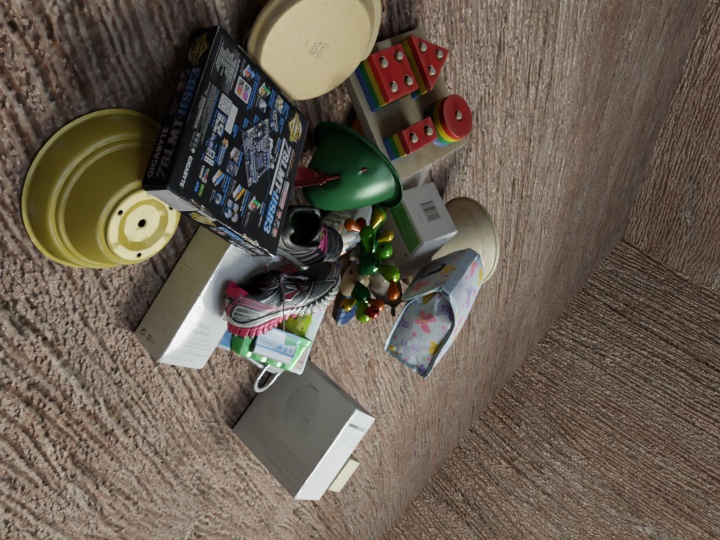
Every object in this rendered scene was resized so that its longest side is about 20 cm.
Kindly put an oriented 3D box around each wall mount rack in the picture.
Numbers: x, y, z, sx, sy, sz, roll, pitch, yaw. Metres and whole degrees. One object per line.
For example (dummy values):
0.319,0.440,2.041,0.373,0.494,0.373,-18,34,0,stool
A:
-0.157,0.111,1.081,0.202,0.074,0.174,-53,155,-6,wall mount rack

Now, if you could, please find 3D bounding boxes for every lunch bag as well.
0.142,0.062,1.127,0.170,0.126,0.203,-46,166,-49,lunch bag

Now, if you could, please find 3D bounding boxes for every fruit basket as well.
-0.129,0.052,0.984,0.182,0.093,0.204,25,92,-33,fruit basket

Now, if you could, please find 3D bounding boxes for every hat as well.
-0.062,-0.103,0.900,0.177,0.197,0.167,-51,158,-19,hat

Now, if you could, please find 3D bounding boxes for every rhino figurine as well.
0.042,0.026,1.129,0.060,0.086,0.201,-52,151,-18,rhino figurine

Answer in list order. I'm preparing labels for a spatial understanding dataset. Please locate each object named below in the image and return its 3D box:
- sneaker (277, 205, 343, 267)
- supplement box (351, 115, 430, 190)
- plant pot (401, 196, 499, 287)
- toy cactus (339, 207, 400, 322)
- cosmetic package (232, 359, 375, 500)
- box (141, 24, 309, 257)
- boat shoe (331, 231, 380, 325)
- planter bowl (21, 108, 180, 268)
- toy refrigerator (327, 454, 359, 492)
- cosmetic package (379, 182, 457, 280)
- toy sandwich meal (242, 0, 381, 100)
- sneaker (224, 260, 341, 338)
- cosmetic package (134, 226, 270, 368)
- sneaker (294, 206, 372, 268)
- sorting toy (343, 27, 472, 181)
-0.079,-0.052,0.929,0.198,0.086,0.076,18,70,-52,sneaker
0.052,-0.206,1.071,0.198,0.073,0.129,2,118,-58,supplement box
0.171,-0.047,1.330,0.180,0.201,0.205,-15,133,-34,plant pot
0.000,0.000,0.987,0.099,0.206,0.165,8,154,-22,toy cactus
-0.113,0.308,1.212,0.202,0.198,0.123,-52,151,-4,cosmetic package
-0.150,-0.146,0.737,0.198,0.048,0.206,36,62,-57,box
-0.021,0.005,1.175,0.072,0.071,0.205,-5,118,-57,boat shoe
-0.269,-0.072,0.696,0.199,0.083,0.204,-38,146,-31,planter bowl
-0.102,0.371,1.294,0.076,0.199,0.070,-49,151,-6,toy refrigerator
0.090,-0.065,1.152,0.083,0.110,0.200,-19,163,-27,cosmetic package
-0.063,-0.312,0.784,0.201,0.071,0.207,-25,155,-12,toy sandwich meal
-0.109,0.029,0.900,0.197,0.080,0.077,-26,125,-36,sneaker
-0.228,0.036,0.885,0.203,0.073,0.101,-57,152,4,cosmetic package
-0.056,-0.064,1.054,0.202,0.075,0.092,-54,147,-7,sneaker
0.086,-0.267,0.945,0.197,0.069,0.204,-32,103,-36,sorting toy
